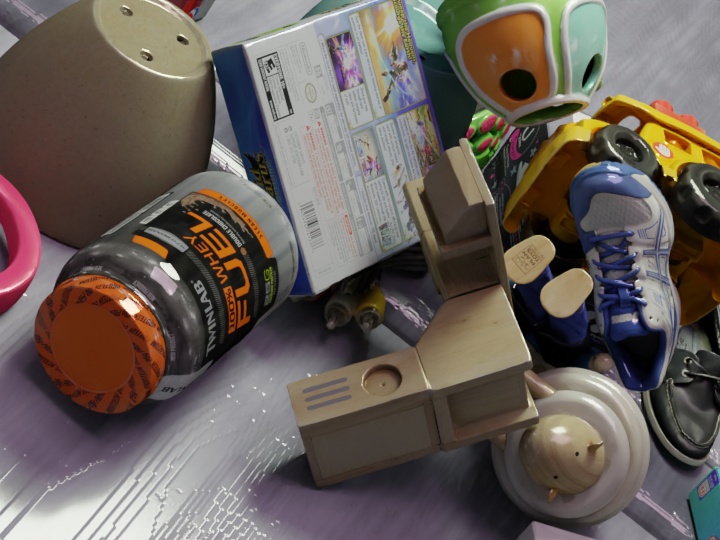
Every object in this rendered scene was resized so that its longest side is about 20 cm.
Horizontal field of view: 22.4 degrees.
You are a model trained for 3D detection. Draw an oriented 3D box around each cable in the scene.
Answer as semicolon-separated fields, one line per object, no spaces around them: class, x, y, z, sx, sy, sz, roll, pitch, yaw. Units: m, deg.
cable;0.000;0.000;1.537;0.097;0.051;0.200;26;20;13

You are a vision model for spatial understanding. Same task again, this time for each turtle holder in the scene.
turtle holder;0.140;-0.189;1.523;0.186;0.140;0.132;71;3;-82

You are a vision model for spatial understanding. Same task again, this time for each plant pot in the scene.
plant pot;0.014;-0.160;1.606;0.200;0.161;0.201;24;37;-19

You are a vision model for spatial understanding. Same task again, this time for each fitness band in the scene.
fitness band;-0.321;-0.029;1.278;0.199;0.037;0.144;6;48;-35

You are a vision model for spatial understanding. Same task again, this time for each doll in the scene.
doll;0.146;0.033;1.449;0.048;0.200;0.136;-43;71;-10

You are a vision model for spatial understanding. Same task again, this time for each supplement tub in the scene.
supplement tub;-0.139;0.016;1.307;0.122;0.123;0.200;40;35;5

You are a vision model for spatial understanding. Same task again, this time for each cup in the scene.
cup;-0.191;-0.134;1.414;0.199;0.143;0.201;24;36;-19

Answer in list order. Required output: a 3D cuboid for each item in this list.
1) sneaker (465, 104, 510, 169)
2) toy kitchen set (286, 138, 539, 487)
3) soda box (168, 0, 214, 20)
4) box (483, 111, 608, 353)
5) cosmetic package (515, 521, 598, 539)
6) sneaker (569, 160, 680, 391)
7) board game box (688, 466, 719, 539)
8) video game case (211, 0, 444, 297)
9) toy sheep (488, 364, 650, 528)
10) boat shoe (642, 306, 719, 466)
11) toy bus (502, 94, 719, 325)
sneaker;0.104;-0.155;1.771;0.083;0.077;0.200;23;30;10
toy kitchen set;0.018;0.013;1.347;0.179;0.164;0.201;-16;49;-2
soda box;-0.212;-0.314;1.662;0.200;0.070;0.063;43;36;8
box;0.200;-0.046;1.678;0.132;0.115;0.201;24;38;-18
cosmetic package;0.207;0.261;1.391;0.199;0.051;0.083;19;37;-24
sneaker;0.215;0.008;1.436;0.088;0.075;0.201;-75;148;-48
board game box;0.361;0.273;1.517;0.151;0.045;0.201;22;38;-20
video game case;-0.015;-0.103;1.444;0.181;0.045;0.201;-25;105;-41
toy sheep;0.164;0.137;1.431;0.138;0.138;0.200;46;13;13
boat shoe;0.307;0.092;1.656;0.074;0.066;0.200;32;35;-8
toy bus;0.232;-0.081;1.540;0.199;0.136;0.193;25;42;-14
